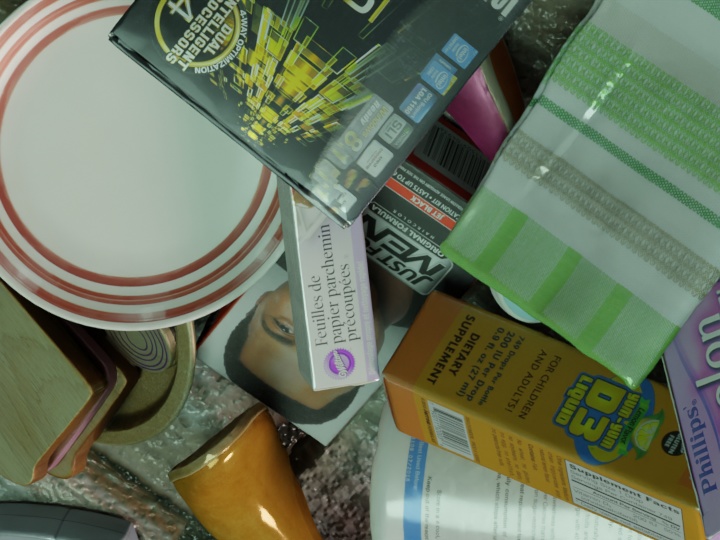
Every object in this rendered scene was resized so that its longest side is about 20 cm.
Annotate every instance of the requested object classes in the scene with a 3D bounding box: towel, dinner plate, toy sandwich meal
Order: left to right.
[{"bbox_3d":[-0.184,0.029,1.676,0.205,0.070,0.206,19,124,31],"label":"toy sandwich meal"},{"bbox_3d":[-0.122,-0.066,1.554,0.200,0.024,0.201,-2,103,-11],"label":"dinner plate"},{"bbox_3d":[0.142,-0.059,1.471,0.149,0.031,0.200,36,95,34],"label":"towel"}]

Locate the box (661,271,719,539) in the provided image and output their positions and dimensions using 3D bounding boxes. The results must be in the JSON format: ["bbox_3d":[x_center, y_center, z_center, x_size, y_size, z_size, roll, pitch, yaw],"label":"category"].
[{"bbox_3d":[0.258,0.068,1.490,0.200,0.176,0.097,23,134,-37],"label":"box"}]

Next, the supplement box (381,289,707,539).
[{"bbox_3d":[0.114,0.083,1.554,0.200,0.067,0.069,23,154,20],"label":"supplement box"}]

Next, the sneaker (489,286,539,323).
[{"bbox_3d":[0.143,-0.041,1.519,0.074,0.082,0.200,36,107,-17],"label":"sneaker"}]

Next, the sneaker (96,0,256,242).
[{"bbox_3d":[-0.096,-0.105,1.599,0.083,0.071,0.200,-29,106,-5],"label":"sneaker"}]

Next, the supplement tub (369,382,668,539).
[{"bbox_3d":[0.114,0.124,1.645,0.199,0.132,0.132,6,125,14],"label":"supplement tub"}]

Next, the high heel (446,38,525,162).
[{"bbox_3d":[0.015,-0.128,1.536,0.096,0.067,0.200,-23,109,18],"label":"high heel"}]

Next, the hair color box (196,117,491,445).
[{"bbox_3d":[0.000,0.000,1.638,0.101,0.061,0.200,34,127,-8],"label":"hair color box"}]

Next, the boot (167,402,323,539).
[{"bbox_3d":[-0.043,0.157,1.682,0.071,0.201,0.144,-36,84,-6],"label":"boot"}]

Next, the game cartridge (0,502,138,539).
[{"bbox_3d":[-0.230,0.212,1.872,0.199,0.041,0.133,-5,118,20],"label":"game cartridge"}]

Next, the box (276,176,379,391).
[{"bbox_3d":[-0.022,-0.037,1.549,0.039,0.041,0.201,-9,104,-10],"label":"box"}]

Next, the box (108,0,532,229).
[{"bbox_3d":[-0.007,-0.148,1.475,0.161,0.049,0.200,39,96,-5],"label":"box"}]
